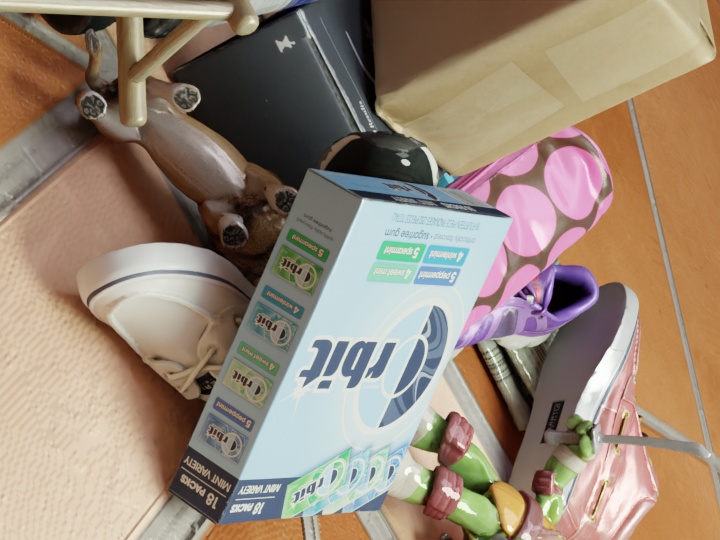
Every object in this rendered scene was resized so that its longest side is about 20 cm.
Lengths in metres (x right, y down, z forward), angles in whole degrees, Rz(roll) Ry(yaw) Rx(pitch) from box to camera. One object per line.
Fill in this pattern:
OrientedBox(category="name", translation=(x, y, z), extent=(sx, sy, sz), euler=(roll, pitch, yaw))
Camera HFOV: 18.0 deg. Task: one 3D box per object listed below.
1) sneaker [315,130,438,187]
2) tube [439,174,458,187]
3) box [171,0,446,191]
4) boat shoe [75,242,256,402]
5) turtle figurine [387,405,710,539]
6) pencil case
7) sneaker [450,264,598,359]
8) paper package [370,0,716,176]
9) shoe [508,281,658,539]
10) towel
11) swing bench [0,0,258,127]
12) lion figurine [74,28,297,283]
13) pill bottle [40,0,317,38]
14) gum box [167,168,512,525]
OrientedBox(category="sneaker", translation=(0.000, 0.000, 1.371), extent=(0.076, 0.200, 0.088), euler=(8, 55, -10))
OrientedBox(category="tube", translation=(0.014, -0.137, 1.655), extent=(0.050, 0.077, 0.200), euler=(-29, 97, -21))
OrientedBox(category="box", translation=(-0.016, -0.110, 1.510), extent=(0.148, 0.104, 0.200), euler=(64, 26, -7))
OrientedBox(category="boat shoe", translation=(-0.088, 0.043, 1.288), extent=(0.200, 0.072, 0.066), euler=(39, 31, -59))
OrientedBox(category="turtle figurine", translation=(0.109, 0.135, 1.470), extent=(0.194, 0.200, 0.144), euler=(34, 68, -13))
OrientedBox(category="pencil case", translation=(0.080, -0.028, 1.529), extent=(0.200, 0.091, 0.094), euler=(-41, 138, -33))
OrientedBox(category="sneaker", translation=(0.090, 0.015, 1.608), extent=(0.200, 0.083, 0.081), euler=(-8, 78, -45))
OrientedBox(category="paper package", translation=(0.110, -0.189, 1.468), extent=(0.103, 0.200, 0.191), euler=(41, 34, -43))
OrientedBox(category="shoe", translation=(0.178, 0.113, 1.672), extent=(0.091, 0.071, 0.200), euler=(36, 63, -29))
OrientedBox(category="towel", translation=(0.124, 0.028, 1.763), extent=(0.200, 0.035, 0.193), euler=(60, 23, -9))
OrientedBox(category="swing bench", translation=(-0.184, -0.189, 1.148), extent=(0.199, 0.130, 0.200), euler=(-2, 70, -37))
OrientedBox(category="lion figurine", translation=(-0.103, -0.067, 1.340), extent=(0.200, 0.072, 0.122), euler=(52, -5, -15))
OrientedBox(category="pill bottle", translation=(-0.096, -0.200, 1.350), extent=(0.200, 0.112, 0.112), euler=(-18, 84, -35))
OrientedBox(category="gum box", translation=(-0.009, 0.045, 1.299), extent=(0.045, 0.200, 0.170), euler=(30, 14, 29))
